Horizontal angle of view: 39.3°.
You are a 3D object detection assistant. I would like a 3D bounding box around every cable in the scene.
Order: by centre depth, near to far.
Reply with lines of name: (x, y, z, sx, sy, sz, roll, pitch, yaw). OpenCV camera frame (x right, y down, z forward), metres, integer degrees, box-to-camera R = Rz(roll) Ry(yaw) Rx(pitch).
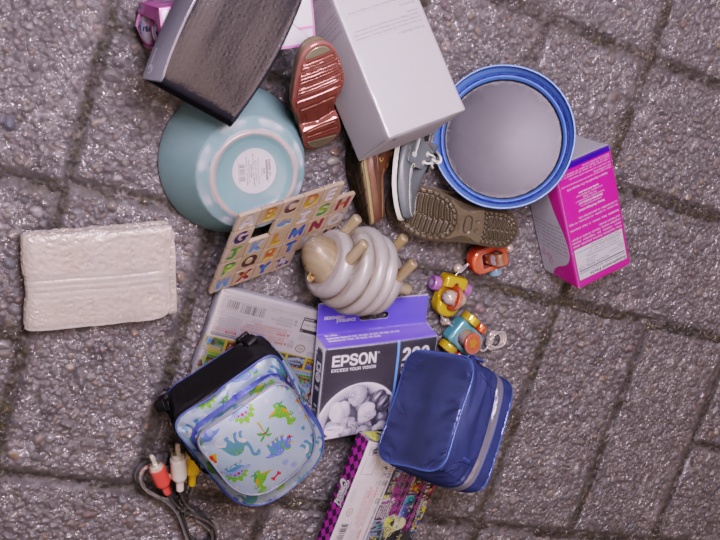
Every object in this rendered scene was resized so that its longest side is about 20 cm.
cable: (-0.258, 0.331, 1.436, 0.097, 0.050, 0.201, -20, 113, -22)

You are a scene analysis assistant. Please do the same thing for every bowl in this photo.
bowl: (-0.152, -0.132, 1.297, 0.199, 0.105, 0.202, -8, 111, -21)
bowl: (0.200, -0.186, 1.416, 0.199, 0.039, 0.202, 0, 90, 7)

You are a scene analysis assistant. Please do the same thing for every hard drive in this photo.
hard drive: (-0.148, -0.278, 1.152, 0.134, 0.042, 0.201, 27, 95, -28)

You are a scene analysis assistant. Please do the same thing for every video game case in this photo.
video game case: (-0.139, 0.126, 1.437, 0.199, 0.023, 0.183, 15, 101, -28)
video game case: (0.038, 0.339, 1.549, 0.180, 0.036, 0.201, 7, 110, -40)

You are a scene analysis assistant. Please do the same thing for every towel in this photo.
towel: (-0.335, 0.005, 1.303, 0.198, 0.034, 0.134, -4, 108, -21)

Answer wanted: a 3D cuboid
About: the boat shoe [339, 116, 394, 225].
boat shoe: (0.017, -0.161, 1.379, 0.067, 0.072, 0.202, -13, 110, -17)

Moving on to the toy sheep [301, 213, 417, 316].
toy sheep: (0.000, 0.000, 1.395, 0.199, 0.138, 0.139, 24, 97, -34)

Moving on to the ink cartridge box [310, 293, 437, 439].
ink cartridge box: (0.020, 0.141, 1.487, 0.197, 0.043, 0.202, -5, 109, -31)

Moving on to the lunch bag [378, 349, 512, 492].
lunch bag: (0.132, 0.213, 1.465, 0.132, 0.135, 0.201, 34, 70, -43)

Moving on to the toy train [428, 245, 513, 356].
toy train: (0.181, 0.049, 1.531, 0.149, 0.056, 0.202, -15, 113, -20)

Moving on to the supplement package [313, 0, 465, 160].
supplement package: (0.026, -0.261, 1.279, 0.116, 0.117, 0.201, -22, 90, -23)

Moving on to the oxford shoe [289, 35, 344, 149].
oxford shoe: (-0.066, -0.233, 1.264, 0.070, 0.074, 0.200, -20, 156, -14)

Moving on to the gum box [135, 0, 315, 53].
gum box: (-0.167, -0.300, 1.226, 0.199, 0.113, 0.067, -12, 112, -20)

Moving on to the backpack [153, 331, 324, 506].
backpack: (-0.145, 0.219, 1.371, 0.182, 0.147, 0.201, -35, 121, -7)

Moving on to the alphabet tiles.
alphabet tiles: (-0.099, -0.048, 1.337, 0.199, 0.008, 0.168, -21, 155, -35)

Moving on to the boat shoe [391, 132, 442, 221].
boat shoe: (0.081, -0.167, 1.380, 0.061, 0.073, 0.202, 6, 88, 11)

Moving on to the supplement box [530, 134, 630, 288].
supplement box: (0.324, -0.091, 1.522, 0.103, 0.101, 0.201, -23, 116, -15)

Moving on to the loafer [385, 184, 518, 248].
loafer: (0.128, -0.076, 1.463, 0.199, 0.067, 0.077, 16, 97, -11)
